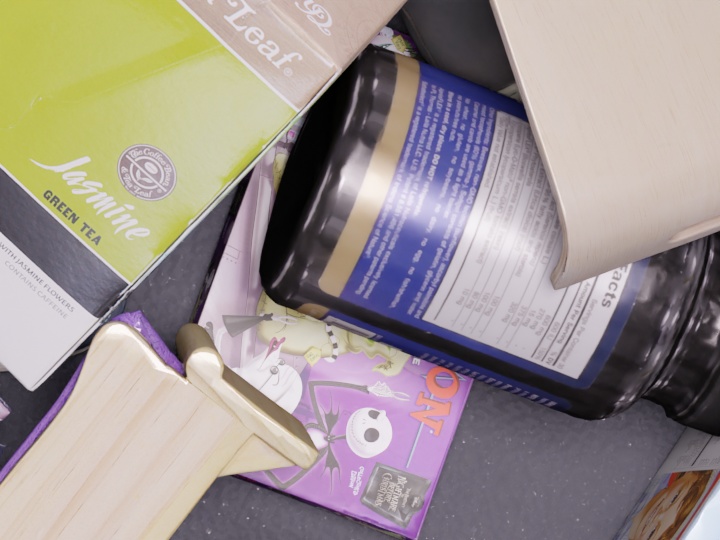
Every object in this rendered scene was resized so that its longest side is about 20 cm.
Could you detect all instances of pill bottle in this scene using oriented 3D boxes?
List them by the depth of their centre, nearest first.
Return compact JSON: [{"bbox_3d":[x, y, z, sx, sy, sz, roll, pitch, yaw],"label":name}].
[{"bbox_3d":[0.069,-0.006,1.176,0.200,0.112,0.112,21,81,-10],"label":"pill bottle"}]

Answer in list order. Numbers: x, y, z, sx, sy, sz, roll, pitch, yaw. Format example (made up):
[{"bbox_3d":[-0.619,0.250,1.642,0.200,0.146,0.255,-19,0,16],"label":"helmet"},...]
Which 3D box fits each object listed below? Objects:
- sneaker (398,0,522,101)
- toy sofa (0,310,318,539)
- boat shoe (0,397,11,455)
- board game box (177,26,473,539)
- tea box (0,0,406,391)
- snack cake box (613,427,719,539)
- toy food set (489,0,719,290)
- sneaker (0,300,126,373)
[{"bbox_3d":[0.093,-0.154,1.168,0.200,0.075,0.106,-40,128,9],"label":"sneaker"},{"bbox_3d":[-0.114,0.110,1.153,0.098,0.083,0.200,38,91,-7],"label":"toy sofa"},{"bbox_3d":[-0.219,0.019,1.130,0.093,0.075,0.200,-30,120,15],"label":"boat shoe"},{"bbox_3d":[0.000,0.000,1.232,0.120,0.032,0.200,21,81,-12],"label":"board game box"},{"bbox_3d":[-0.114,-0.105,1.096,0.200,0.134,0.197,45,121,-4],"label":"tea box"},{"bbox_3d":[0.151,0.117,1.203,0.067,0.115,0.200,36,80,-6],"label":"snack cake box"},{"bbox_3d":[0.107,-0.109,1.119,0.143,0.060,0.200,-19,91,-17],"label":"toy food set"},{"bbox_3d":[-0.188,-0.013,1.166,0.200,0.086,0.078,19,81,-9],"label":"sneaker"}]
